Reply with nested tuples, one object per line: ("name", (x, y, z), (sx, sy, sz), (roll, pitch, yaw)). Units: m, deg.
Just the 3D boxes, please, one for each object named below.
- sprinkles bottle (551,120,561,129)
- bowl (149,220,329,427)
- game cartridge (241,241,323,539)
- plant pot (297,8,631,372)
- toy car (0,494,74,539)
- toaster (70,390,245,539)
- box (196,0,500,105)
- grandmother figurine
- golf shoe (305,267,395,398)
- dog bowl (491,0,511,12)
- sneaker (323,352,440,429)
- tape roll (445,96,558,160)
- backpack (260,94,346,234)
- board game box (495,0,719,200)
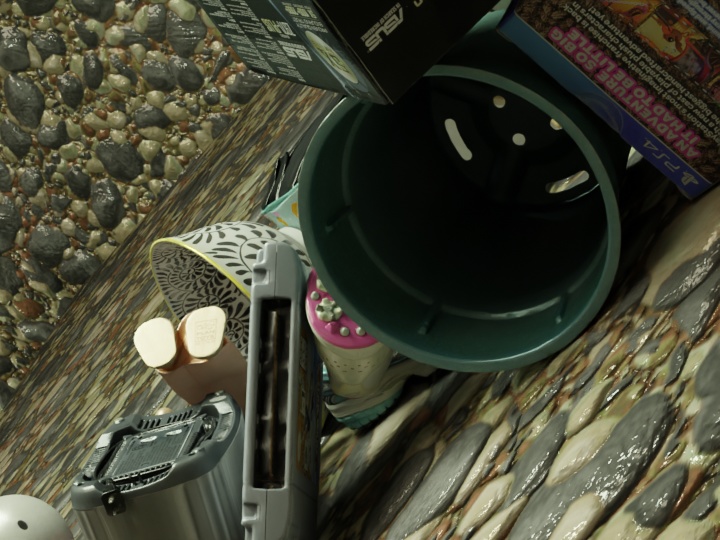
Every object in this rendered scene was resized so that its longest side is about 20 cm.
("sprinkles bottle", (0.198, -0.147, 1.261), (0.068, 0.068, 0.200), (-56, 12, -24))
("bowl", (-0.068, 0.027, 1.484), (0.094, 0.201, 0.201), (-40, 7, -22))
("game cartridge", (-0.050, 0.092, 1.250), (0.133, 0.042, 0.200), (50, -139, -74))
("plant pot", (0.086, -0.070, 1.188), (0.200, 0.200, 0.196), (-44, 6, 32))
("toy car", (-0.250, 0.242, 1.458), (0.184, 0.200, 0.177), (-52, 11, -4))
("toaster", (-0.124, 0.174, 1.279), (0.114, 0.129, 0.200), (-17, 12, 6))
("box", (0.006, -0.193, 1.117), (0.164, 0.086, 0.200), (-45, 27, -13))
("grandmother figurine", (-0.092, 0.101, 1.406), (0.121, 0.200, 0.061), (-5, 55, 17))
("golf shoe", (0.000, 0.000, 1.272), (0.092, 0.075, 0.200), (89, -170, -45))
("dog bowl", (0.150, -0.259, 1.246), (0.074, 0.200, 0.200), (21, 70, 48))
("sneaker", (0.023, 0.036, 1.325), (0.200, 0.086, 0.078), (-44, 14, 33))
("tape roll", (0.107, -0.183, 1.393), (0.202, 0.202, 0.071), (-49, 11, 11))
("backpack", (0.021, -0.082, 1.530), (0.200, 0.153, 0.176), (-41, 7, -19))
("board game box", (0.207, -0.165, 1.052), (0.200, 0.159, 0.097), (-40, 15, 43))
